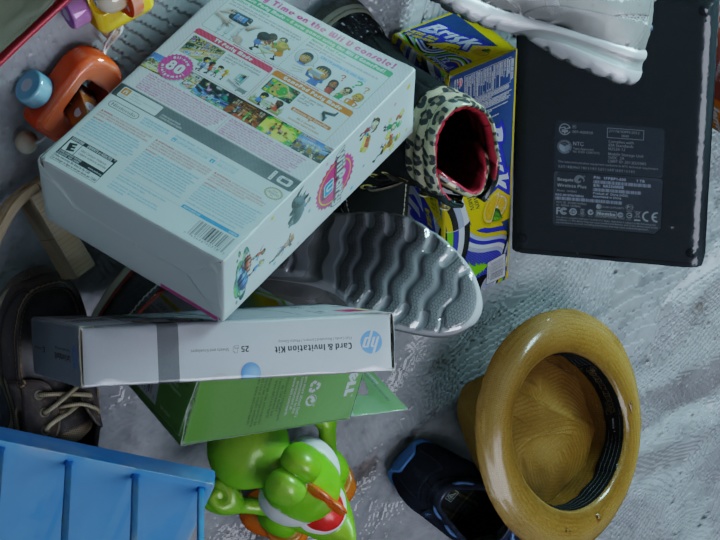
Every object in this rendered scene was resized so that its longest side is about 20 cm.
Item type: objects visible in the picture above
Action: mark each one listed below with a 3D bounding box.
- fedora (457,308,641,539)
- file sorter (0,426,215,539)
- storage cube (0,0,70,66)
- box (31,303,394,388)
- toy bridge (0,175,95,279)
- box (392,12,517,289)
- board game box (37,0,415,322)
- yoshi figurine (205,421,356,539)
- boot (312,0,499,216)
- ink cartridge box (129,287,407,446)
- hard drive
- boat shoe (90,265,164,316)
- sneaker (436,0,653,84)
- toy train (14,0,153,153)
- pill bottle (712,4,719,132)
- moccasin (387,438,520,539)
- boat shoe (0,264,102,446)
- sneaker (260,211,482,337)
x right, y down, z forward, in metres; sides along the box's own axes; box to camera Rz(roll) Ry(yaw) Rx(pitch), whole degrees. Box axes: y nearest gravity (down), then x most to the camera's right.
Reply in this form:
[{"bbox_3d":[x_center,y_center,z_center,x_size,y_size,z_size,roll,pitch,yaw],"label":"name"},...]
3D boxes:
[{"bbox_3d":[0.138,0.124,1.984,0.200,0.081,0.202,-3,94,-45],"label":"fedora"},{"bbox_3d":[-0.210,0.201,1.664,0.199,0.123,0.139,13,133,-16],"label":"file sorter"},{"bbox_3d":[-0.292,-0.182,1.342,0.200,0.180,0.171,-42,138,-4],"label":"storage cube"},{"bbox_3d":[-0.097,0.046,1.597,0.199,0.156,0.042,-4,92,-19],"label":"box"},{"bbox_3d":[-0.199,-0.026,1.628,0.200,0.027,0.068,-37,108,-28],"label":"toy bridge"},{"bbox_3d":[0.065,-0.079,1.800,0.064,0.070,0.201,-22,132,-27],"label":"box"},{"bbox_3d":[-0.081,-0.079,1.573,0.200,0.147,0.064,-46,154,-30],"label":"board game box"},{"bbox_3d":[-0.061,0.141,1.825,0.111,0.113,0.200,-2,168,1],"label":"yoshi figurine"},{"bbox_3d":[0.029,-0.069,1.713,0.073,0.154,0.205,-28,134,-23],"label":"boot"},{"bbox_3d":[-0.064,0.059,1.771,0.199,0.104,0.060,-6,125,-37],"label":"ink cartridge box"},{"bbox_3d":[0.178,-0.105,1.777,0.033,0.138,0.201,-60,152,-63],"label":"hard drive"},{"bbox_3d":[-0.096,-0.024,1.693,0.200,0.071,0.063,-44,95,-4],"label":"boat shoe"},{"bbox_3d":[0.108,-0.198,1.694,0.199,0.075,0.082,22,95,-11],"label":"sneaker"},{"bbox_3d":[-0.190,-0.151,1.544,0.150,0.056,0.200,-49,139,1],"label":"toy train"},{"bbox_3d":[0.273,-0.155,1.811,0.112,0.200,0.113,-29,138,-31],"label":"pill bottle"},{"bbox_3d":[0.094,0.201,2.038,0.200,0.068,0.081,25,103,-47],"label":"moccasin"},{"bbox_3d":[-0.202,0.087,1.700,0.074,0.073,0.201,-22,133,-26],"label":"boat shoe"},{"bbox_3d":[0.000,0.000,1.730,0.075,0.199,0.082,-64,152,-12],"label":"sneaker"}]
